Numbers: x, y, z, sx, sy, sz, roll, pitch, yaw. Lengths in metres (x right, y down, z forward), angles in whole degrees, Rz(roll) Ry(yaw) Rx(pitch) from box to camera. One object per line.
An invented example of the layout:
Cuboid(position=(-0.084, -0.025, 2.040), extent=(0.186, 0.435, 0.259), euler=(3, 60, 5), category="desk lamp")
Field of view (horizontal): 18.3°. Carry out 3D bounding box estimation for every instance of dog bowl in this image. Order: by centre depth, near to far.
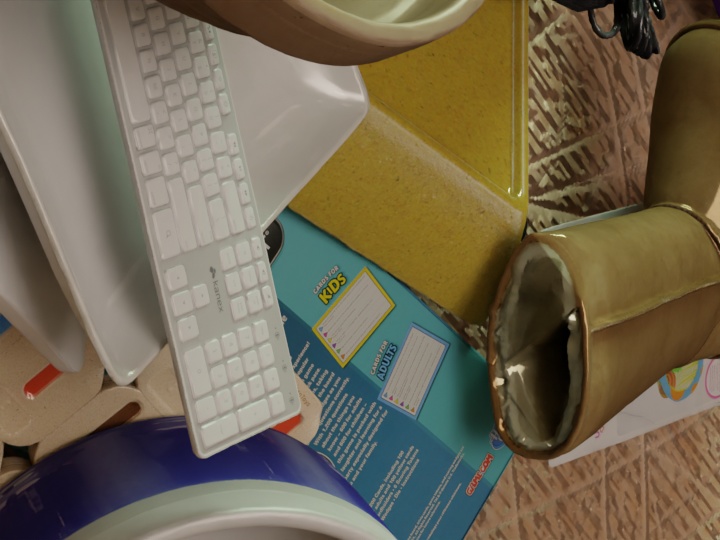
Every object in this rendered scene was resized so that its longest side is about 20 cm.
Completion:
Cuboid(position=(-0.068, 0.158, 0.849), extent=(0.200, 0.079, 0.200), euler=(-10, 118, -20), category="dog bowl")

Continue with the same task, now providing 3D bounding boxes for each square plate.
Cuboid(position=(-0.079, -0.094, 0.755), extent=(0.200, 0.028, 0.198), euler=(-51, 127, -48), category="square plate")

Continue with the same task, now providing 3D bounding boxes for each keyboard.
Cuboid(position=(-0.059, -0.041, 0.741), extent=(0.056, 0.011, 0.200), euler=(-24, 104, -57), category="keyboard")

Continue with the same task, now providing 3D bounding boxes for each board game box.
Cuboid(position=(-0.031, 0.065, 0.942), extent=(0.200, 0.047, 0.151), euler=(43, 71, -34), category="board game box")

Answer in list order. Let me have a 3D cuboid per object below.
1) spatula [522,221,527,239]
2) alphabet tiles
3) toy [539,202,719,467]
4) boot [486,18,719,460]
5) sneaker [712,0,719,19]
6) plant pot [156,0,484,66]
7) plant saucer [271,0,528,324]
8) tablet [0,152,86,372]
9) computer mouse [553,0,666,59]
Cuboid(position=(0.000, 0.000, 0.998), extent=(0.200, 0.021, 0.057), euler=(-14, 103, -33), category="spatula")
Cuboid(position=(-0.118, 0.080, 0.842), extent=(0.196, 0.015, 0.200), euler=(-40, 124, -1), category="alphabet tiles")
Cuboid(position=(0.139, 0.020, 1.130), extent=(0.200, 0.047, 0.115), euler=(-16, 105, -50), category="toy")
Cuboid(position=(0.128, -0.020, 1.009), extent=(0.200, 0.066, 0.175), euler=(-16, 104, -55), category="boot")
Cuboid(position=(0.170, -0.185, 1.141), extent=(0.100, 0.070, 0.200), euler=(-32, 113, -30), category="sneaker")
Cuboid(position=(-0.046, -0.152, 0.693), extent=(0.201, 0.093, 0.201), euler=(24, 58, -46), category="plant pot")
Cuboid(position=(0.012, -0.105, 0.947), extent=(0.200, 0.048, 0.200), euler=(32, 50, -42), category="plant saucer")
Cuboid(position=(-0.114, -0.079, 0.764), extent=(0.130, 0.014, 0.200), euler=(55, 32, -55), category="tablet")
Cuboid(position=(0.082, -0.171, 0.991), extent=(0.200, 0.053, 0.139), euler=(2, 62, -59), category="computer mouse")
